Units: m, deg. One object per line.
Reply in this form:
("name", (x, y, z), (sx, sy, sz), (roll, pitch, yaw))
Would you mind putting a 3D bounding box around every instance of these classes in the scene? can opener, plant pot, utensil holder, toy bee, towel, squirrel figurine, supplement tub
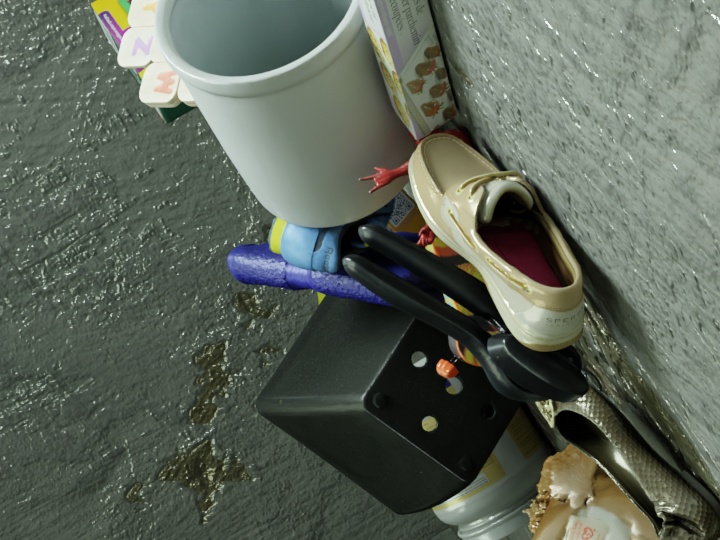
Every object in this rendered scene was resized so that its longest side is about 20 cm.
("can opener", (0.078, 0.029, 1.162), (0.200, 0.063, 0.079), (35, 151, -5))
("plant pot", (0.052, 0.106, 1.538), (0.200, 0.200, 0.177), (38, 165, -15))
("utensil holder", (-0.047, -0.153, 1.272), (0.170, 0.170, 0.200), (54, 176, 37))
("toy bee", (0.098, 0.034, 1.301), (0.200, 0.109, 0.131), (56, 172, 16))
("towel", (0.000, 0.000, 1.436), (0.200, 0.148, 0.050), (8, 108, 37))
("squirrel figurine", (0.226, 0.252, 1.419), (0.187, 0.141, 0.200), (49, -162, -49))
("supplement tub", (0.118, 0.189, 1.775), (0.200, 0.145, 0.145), (59, 174, -1))

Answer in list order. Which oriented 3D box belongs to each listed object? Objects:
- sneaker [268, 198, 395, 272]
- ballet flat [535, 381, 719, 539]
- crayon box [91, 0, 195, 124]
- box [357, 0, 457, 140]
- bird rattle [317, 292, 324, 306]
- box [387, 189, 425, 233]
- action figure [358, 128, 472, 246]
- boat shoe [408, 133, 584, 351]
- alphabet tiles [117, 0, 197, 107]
("sneaker", (0.006, -0.056, 1.394), (0.078, 0.200, 0.066), (24, 131, 23))
("ballet flat", (0.193, 0.143, 1.223), (0.200, 0.046, 0.067), (43, 163, 33))
("crayon box", (-0.175, -0.264, 1.723), (0.200, 0.172, 0.058), (53, 169, 46))
("box", (0.030, -0.168, 1.147), (0.041, 0.039, 0.200), (53, 173, 30))
("bird rattle", (-0.005, -0.001, 2.266), (0.163, 0.113, 0.200), (39, 151, 37))
("box", (0.024, -0.052, 1.551), (0.200, 0.041, 0.119), (47, 169, -24))
("action figure", (0.075, -0.031, 1.227), (0.200, 0.099, 0.065), (58, 174, 23))
("boat shoe", (0.101, -0.037, 1.143), (0.200, 0.074, 0.069), (55, 154, 31))
("alphabet tiles", (-0.143, -0.245, 1.463), (0.195, 0.200, 0.015), (4, 166, 39))
